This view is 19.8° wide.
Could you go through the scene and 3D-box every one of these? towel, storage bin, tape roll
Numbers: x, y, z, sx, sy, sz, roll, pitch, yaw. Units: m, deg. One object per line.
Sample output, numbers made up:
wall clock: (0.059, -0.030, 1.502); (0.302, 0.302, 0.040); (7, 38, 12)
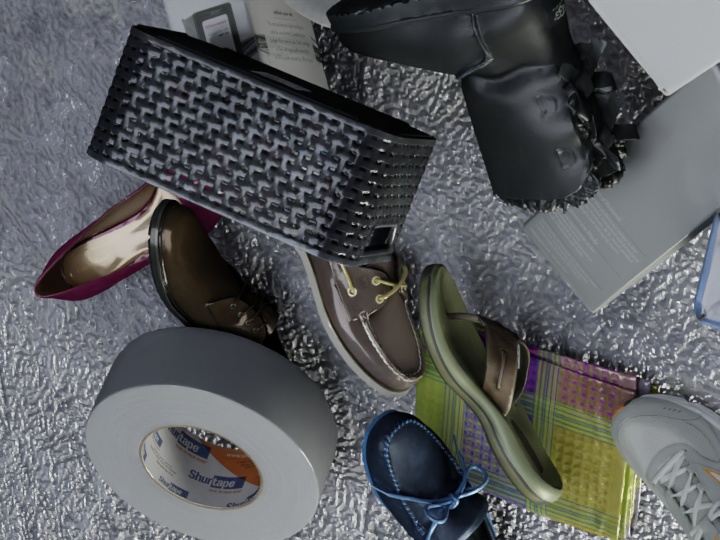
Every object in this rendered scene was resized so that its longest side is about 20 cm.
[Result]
towel: (0.131, 0.119, 1.587); (0.199, 0.023, 0.144); (17, 119, 29)
storage bin: (-0.064, -0.085, 1.384); (0.199, 0.135, 0.094); (24, 99, 13)
tape roll: (-0.121, 0.137, 1.686); (0.199, 0.066, 0.201); (11, 138, 10)

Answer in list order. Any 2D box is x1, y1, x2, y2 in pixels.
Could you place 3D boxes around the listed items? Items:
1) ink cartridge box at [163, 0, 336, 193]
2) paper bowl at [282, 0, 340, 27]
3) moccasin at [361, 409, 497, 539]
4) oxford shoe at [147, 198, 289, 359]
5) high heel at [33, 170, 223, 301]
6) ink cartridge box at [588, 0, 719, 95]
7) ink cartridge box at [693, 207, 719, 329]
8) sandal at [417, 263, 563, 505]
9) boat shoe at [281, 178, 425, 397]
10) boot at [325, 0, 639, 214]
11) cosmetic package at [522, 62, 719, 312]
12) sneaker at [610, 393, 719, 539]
ink cartridge box: (-0.082, -0.163, 1.519); (0.068, 0.116, 0.201); (-16, 88, 21)
paper bowl: (0.012, -0.274, 1.442); (0.200, 0.104, 0.202); (15, 118, 29)
moccasin: (0.074, 0.185, 1.599); (0.068, 0.081, 0.200); (20, 152, 52)
oxford shoe: (-0.106, 0.021, 1.665); (0.084, 0.073, 0.200); (-5, 130, 30)
high heel: (-0.183, -0.030, 1.688); (0.200, 0.096, 0.068); (-39, 86, 39)
ink cartridge box: (0.241, -0.212, 1.247); (0.084, 0.200, 0.145); (49, 130, -8)
ink cartridge box: (0.293, 0.010, 1.329); (0.136, 0.200, 0.077); (16, 96, 13)
sandal: (0.105, 0.078, 1.534); (0.057, 0.080, 0.201); (-29, 99, 22)
boat shoe: (0.000, 0.000, 1.592); (0.059, 0.072, 0.201); (-29, 84, 40)
boot: (0.080, -0.119, 1.358); (0.198, 0.073, 0.163); (-3, 119, 42)
cosmetic package: (0.216, -0.069, 1.393); (0.090, 0.107, 0.200); (49, 127, 7)
sneaker: (0.255, 0.169, 1.472); (0.200, 0.092, 0.076); (43, 115, 9)
